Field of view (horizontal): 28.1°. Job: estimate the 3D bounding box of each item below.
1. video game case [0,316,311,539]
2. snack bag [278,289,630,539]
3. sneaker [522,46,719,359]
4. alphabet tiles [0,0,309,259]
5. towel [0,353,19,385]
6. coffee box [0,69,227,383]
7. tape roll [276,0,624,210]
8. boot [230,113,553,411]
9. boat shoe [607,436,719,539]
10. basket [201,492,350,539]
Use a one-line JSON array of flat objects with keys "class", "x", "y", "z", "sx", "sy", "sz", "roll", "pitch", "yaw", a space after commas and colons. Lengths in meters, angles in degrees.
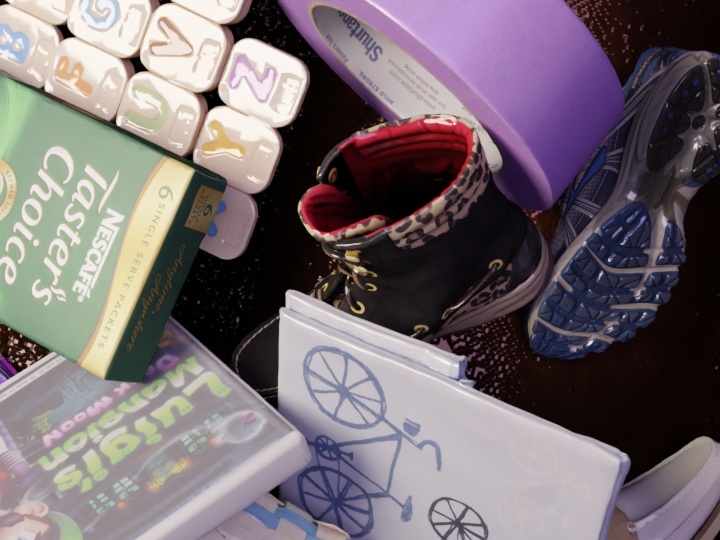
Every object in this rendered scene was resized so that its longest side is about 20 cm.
[{"class": "video game case", "x": -0.151, "y": 0.104, "z": 0.745, "sx": 0.199, "sy": 0.181, "sz": 0.024, "roll": -33, "pitch": 128, "yaw": -20}, {"class": "snack bag", "x": 0.041, "y": 0.116, "z": 0.755, "sx": 0.198, "sy": 0.190, "sz": 0.021, "roll": 21, "pitch": 44, "yaw": 20}, {"class": "sneaker", "x": 0.153, "y": -0.041, "z": 0.847, "sx": 0.076, "sy": 0.085, "sz": 0.202, "roll": 22, "pitch": 106, "yaw": -27}, {"class": "alphabet tiles", "x": -0.132, "y": -0.097, "z": 0.809, "sx": 0.194, "sy": 0.015, "sz": 0.202, "roll": 26, "pitch": 104, "yaw": 13}, {"class": "towel", "x": -0.253, "y": 0.104, "z": 0.823, "sx": 0.144, "sy": 0.023, "sz": 0.200, "roll": -44, "pitch": 91, "yaw": -7}, {"class": "coffee box", "x": -0.180, "y": -0.035, "z": 0.783, "sx": 0.198, "sy": 0.044, "sz": 0.124, "roll": 27, "pitch": 93, "yaw": 21}, {"class": "tape roll", "x": 0.044, "y": -0.121, "z": 0.773, "sx": 0.199, "sy": 0.200, "sz": 0.066, "roll": 39, "pitch": 84, "yaw": -1}, {"class": "boot", "x": 0.000, "y": 0.000, "z": 0.773, "sx": 0.198, "sy": 0.151, "sz": 0.074, "roll": -23, "pitch": 60, "yaw": 7}, {"class": "boat shoe", "x": 0.133, "y": 0.159, "z": 0.826, "sx": 0.200, "sy": 0.075, "sz": 0.069, "roll": -41, "pitch": 96, "yaw": -5}, {"class": "basket", "x": -0.100, "y": 0.208, "z": 0.761, "sx": 0.175, "sy": 0.139, "sz": 0.201, "roll": 33, "pitch": 56, "yaw": -2}]
